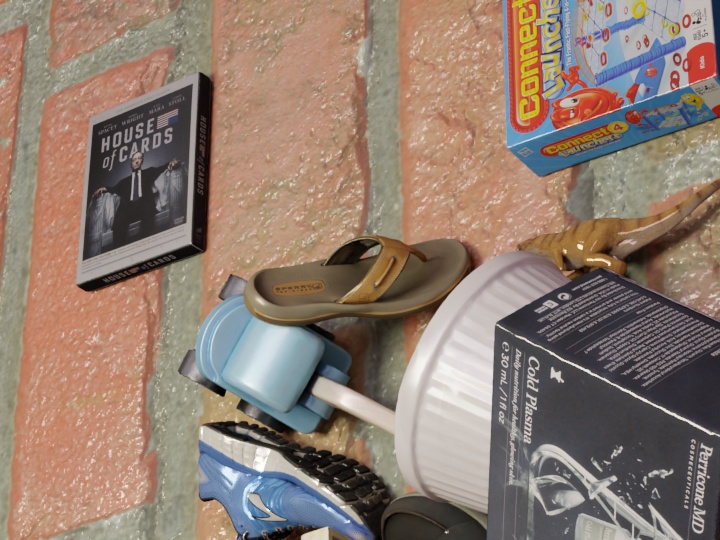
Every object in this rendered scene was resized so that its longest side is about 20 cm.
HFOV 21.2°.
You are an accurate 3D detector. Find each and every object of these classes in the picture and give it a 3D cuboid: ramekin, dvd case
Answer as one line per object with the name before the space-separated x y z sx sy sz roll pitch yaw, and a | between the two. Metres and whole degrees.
ramekin | 0.124 0.094 1.438 0.094 0.202 0.203 24 83 34
dvd case | -0.216 -0.089 1.922 0.150 0.025 0.201 -19 57 30

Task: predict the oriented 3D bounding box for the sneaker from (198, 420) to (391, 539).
sneaker | -0.058 0.194 1.617 0.199 0.078 0.090 19 103 36

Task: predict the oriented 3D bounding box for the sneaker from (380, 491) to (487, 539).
sneaker | 0.062 0.236 1.452 0.200 0.106 0.075 26 127 43

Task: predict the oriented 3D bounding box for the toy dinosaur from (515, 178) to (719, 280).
toy dinosaur | 0.199 -0.020 1.528 0.199 0.060 0.107 -15 57 32

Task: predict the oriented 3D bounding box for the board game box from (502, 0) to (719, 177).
board game box | 0.217 -0.202 1.616 0.195 0.056 0.201 -18 56 30

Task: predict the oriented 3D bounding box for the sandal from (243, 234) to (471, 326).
sandal | 0.000 0.000 1.611 0.199 0.054 0.080 -7 38 -13

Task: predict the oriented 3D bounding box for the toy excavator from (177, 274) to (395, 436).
toy excavator | -0.040 0.097 1.616 0.100 0.194 0.200 -60 18 -5

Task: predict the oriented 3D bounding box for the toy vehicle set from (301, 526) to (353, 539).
toy vehicle set | 0.002 0.310 1.460 0.026 0.124 0.201 -20 56 29

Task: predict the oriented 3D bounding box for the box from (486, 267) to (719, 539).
box | 0.196 0.134 1.301 0.196 0.124 0.201 25 127 39
